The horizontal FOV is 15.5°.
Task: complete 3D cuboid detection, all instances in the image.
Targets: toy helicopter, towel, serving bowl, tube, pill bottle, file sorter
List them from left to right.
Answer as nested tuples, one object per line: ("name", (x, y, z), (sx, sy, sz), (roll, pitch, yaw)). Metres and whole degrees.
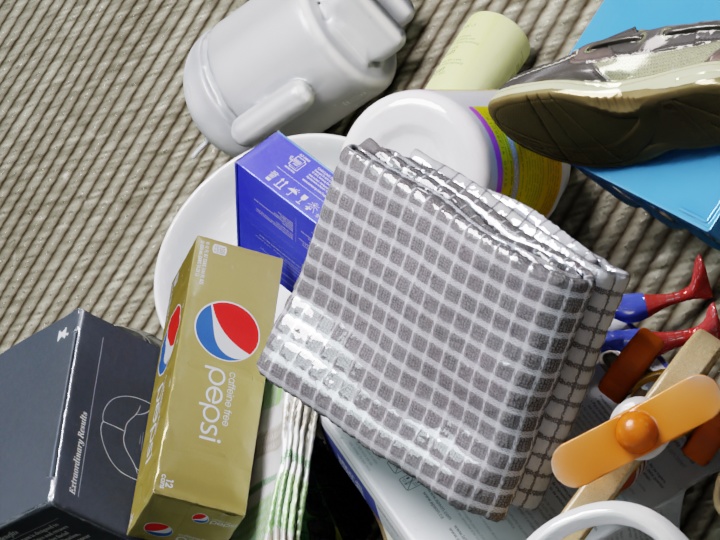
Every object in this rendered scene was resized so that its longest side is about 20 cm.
("towel", (-0.064, 0.141, 1.702), (0.149, 0.031, 0.201), (136, 145, -65))
("serving bowl", (-0.043, 0.003, 1.879), (0.199, 0.066, 0.201), (-12, 56, 19))
("towel", (0.042, 0.031, 1.555), (0.200, 0.085, 0.166), (31, 115, 32))
("tube", (0.052, -0.095, 1.830), (0.052, 0.058, 0.200), (19, 59, 23))
("pill bottle", (0.070, -0.065, 1.708), (0.104, 0.200, 0.105), (2, 94, 24))
("toy helicopter", (0.143, 0.116, 1.497), (0.200, 0.079, 0.132), (-52, -7, -10))
("file sorter", (0.223, -0.085, 1.611), (0.139, 0.123, 0.200), (-57, 36, -1))

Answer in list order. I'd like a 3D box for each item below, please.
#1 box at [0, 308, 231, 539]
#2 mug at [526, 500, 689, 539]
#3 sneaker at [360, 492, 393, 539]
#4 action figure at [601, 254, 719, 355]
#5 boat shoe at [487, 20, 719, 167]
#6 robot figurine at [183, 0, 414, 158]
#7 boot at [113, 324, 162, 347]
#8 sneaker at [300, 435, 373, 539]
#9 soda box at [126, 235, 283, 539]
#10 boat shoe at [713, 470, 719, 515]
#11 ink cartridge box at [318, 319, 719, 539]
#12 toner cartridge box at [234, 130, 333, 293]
("box", (-0.153, 0.144, 1.802), (0.107, 0.200, 0.149), (-27, 45, 41))
("mug", (0.151, 0.221, 1.418), (0.175, 0.148, 0.201), (-30, 78, 18))
("sneaker", (0.049, 0.133, 1.705), (0.090, 0.067, 0.200), (-40, 39, 9))
("action figure", (0.112, 0.022, 1.612), (0.199, 0.099, 0.065), (-16, 44, 7))
("boat shoe", (0.163, -0.108, 1.543), (0.200, 0.072, 0.066), (-4, 51, 47))
("robot figurine", (-0.053, -0.155, 1.991), (0.200, 0.113, 0.170), (-32, 19, 30))
("boot", (-0.168, 0.064, 1.940), (0.200, 0.130, 0.068), (11, 72, 56))
("sneaker", (-0.043, 0.187, 1.752), (0.085, 0.078, 0.201), (-34, 41, 30))
("soda box", (-0.101, 0.082, 1.742), (0.068, 0.064, 0.201), (123, 158, -54))
("boat shoe", (0.259, 0.065, 1.503), (0.074, 0.066, 0.201), (4, 67, 50))
("ink cartridge box", (0.104, 0.112, 1.621), (0.199, 0.043, 0.196), (-27, 45, -11))
("toner cartridge box", (0.000, 0.000, 1.757), (0.200, 0.095, 0.043), (38, 60, 26))
